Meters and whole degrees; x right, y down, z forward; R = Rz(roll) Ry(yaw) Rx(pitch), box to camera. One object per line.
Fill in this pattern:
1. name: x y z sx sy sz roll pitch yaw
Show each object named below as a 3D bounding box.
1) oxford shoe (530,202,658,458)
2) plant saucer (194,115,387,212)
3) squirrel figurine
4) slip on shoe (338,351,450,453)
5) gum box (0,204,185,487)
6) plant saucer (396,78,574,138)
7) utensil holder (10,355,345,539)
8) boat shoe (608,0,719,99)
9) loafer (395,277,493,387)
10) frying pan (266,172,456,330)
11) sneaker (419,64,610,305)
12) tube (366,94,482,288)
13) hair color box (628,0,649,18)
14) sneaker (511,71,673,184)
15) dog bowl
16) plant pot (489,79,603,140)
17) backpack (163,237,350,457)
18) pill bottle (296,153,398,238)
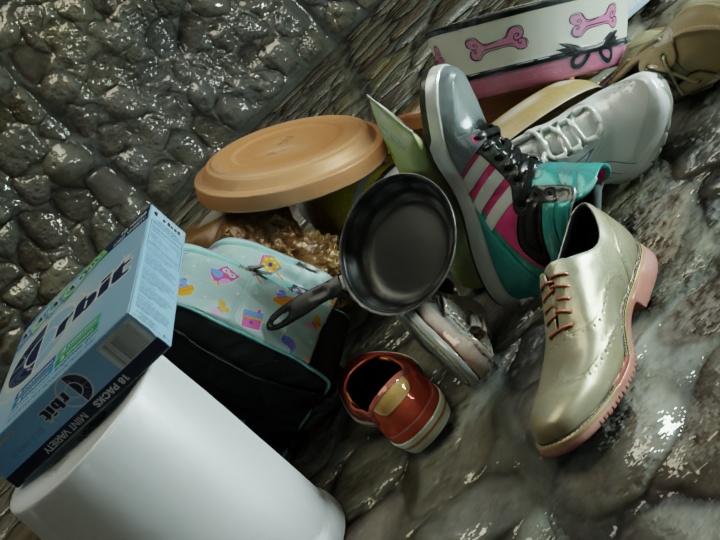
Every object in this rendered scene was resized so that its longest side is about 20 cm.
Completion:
1. oxford shoe: 0.139 0.036 0.714 0.071 0.074 0.200 -31 22 40
2. plant saucer: -0.072 -0.114 1.090 0.199 0.032 0.201 -12 23 5
3. squirrel figurine: -0.082 0.008 1.135 0.141 0.187 0.200 -41 19 -17
4. slip on shoe: 0.016 0.096 0.900 0.074 0.061 0.200 -50 14 -4
5. gum box: -0.218 0.052 0.864 0.170 0.045 0.200 -42 22 14
6. plant saucer: 0.133 -0.173 1.163 0.199 0.033 0.200 -12 9 2
7. utensil holder: -0.139 0.182 0.829 0.170 0.200 0.170 -40 16 15
8. boat shoe: 0.271 -0.175 0.910 0.065 0.072 0.200 -53 11 -7
9. loafer: 0.073 0.039 0.888 0.063 0.072 0.200 -41 13 -3
10. frying pan: 0.010 0.009 0.869 0.190 0.031 0.115 -54 53 16
11. sneaker: 0.128 -0.077 0.835 0.120 0.201 0.084 -15 14 34
12. tube: 0.064 -0.064 0.912 0.058 0.200 0.052 -2 51 31
13. hair color box: 0.253 -0.293 1.201 0.200 0.061 0.099 -41 15 -12
14. sneaker: 0.173 -0.096 0.899 0.200 0.087 0.075 -40 59 39
15. dog bowl: 0.166 -0.216 1.039 0.199 0.074 0.200 -12 8 2
16. plant pot: 0.139 -0.117 1.012 0.200 0.028 0.200 -34 -8 -6
17. backpack: -0.124 0.061 0.998 0.176 0.199 0.154 123 163 -49
18. pill bottle: 0.010 -0.072 1.152 0.111 0.111 0.200 -50 32 -14
